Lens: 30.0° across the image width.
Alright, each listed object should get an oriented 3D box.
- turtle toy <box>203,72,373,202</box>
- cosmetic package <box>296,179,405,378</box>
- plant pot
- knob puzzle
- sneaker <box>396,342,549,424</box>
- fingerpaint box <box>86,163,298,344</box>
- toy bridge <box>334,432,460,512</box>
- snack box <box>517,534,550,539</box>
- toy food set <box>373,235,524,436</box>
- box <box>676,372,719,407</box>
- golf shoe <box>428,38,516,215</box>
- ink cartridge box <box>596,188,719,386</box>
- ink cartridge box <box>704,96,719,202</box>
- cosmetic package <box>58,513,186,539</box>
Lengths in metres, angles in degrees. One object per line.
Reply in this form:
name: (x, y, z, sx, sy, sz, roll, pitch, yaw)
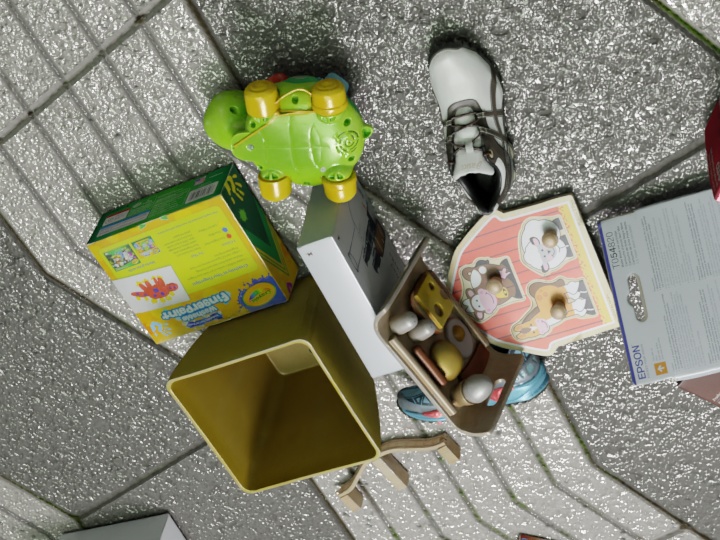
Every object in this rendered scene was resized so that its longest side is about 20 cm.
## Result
turtle toy: (-0.082, -0.160, 1.493, 0.197, 0.102, 0.147, 2, 127, 10)
cosmetic package: (0.000, 0.000, 1.568, 0.051, 0.152, 0.201, -16, 123, 22)
plant pot: (-0.090, 0.124, 1.662, 0.198, 0.177, 0.201, -18, 123, 23)
knob puzzle: (0.189, 0.019, 1.596, 0.217, 0.031, 0.222, 6, 116, 12)
sneaker: (0.134, 0.126, 1.699, 0.198, 0.079, 0.096, -16, 109, 14)
fingerpaint box: (-0.203, -0.018, 1.642, 0.198, 0.074, 0.168, -19, 121, 23)
toy bridge: (0.040, 0.270, 1.843, 0.199, 0.027, 0.067, -30, 114, 29)
snack box: (0.245, 0.464, 1.953, 0.071, 0.024, 0.202, 11, 128, 3)
toy food set: (0.108, 0.075, 1.556, 0.060, 0.144, 0.201, -24, 113, 39)
box: (0.490, 0.128, 1.623, 0.198, 0.075, 0.101, 25, 128, -11)
golf shoe: (0.124, -0.153, 1.466, 0.077, 0.095, 0.201, -13, 122, 21)
ink cartridge box: (0.381, 0.014, 1.499, 0.198, 0.202, 0.041, -14, 167, 20)
ink cartridge box: (0.456, -0.169, 1.357, 0.144, 0.145, 0.202, 16, 127, -1)
cosmetic package: (-0.341, 0.489, 2.020, 0.197, 0.124, 0.201, -14, 125, 20)
